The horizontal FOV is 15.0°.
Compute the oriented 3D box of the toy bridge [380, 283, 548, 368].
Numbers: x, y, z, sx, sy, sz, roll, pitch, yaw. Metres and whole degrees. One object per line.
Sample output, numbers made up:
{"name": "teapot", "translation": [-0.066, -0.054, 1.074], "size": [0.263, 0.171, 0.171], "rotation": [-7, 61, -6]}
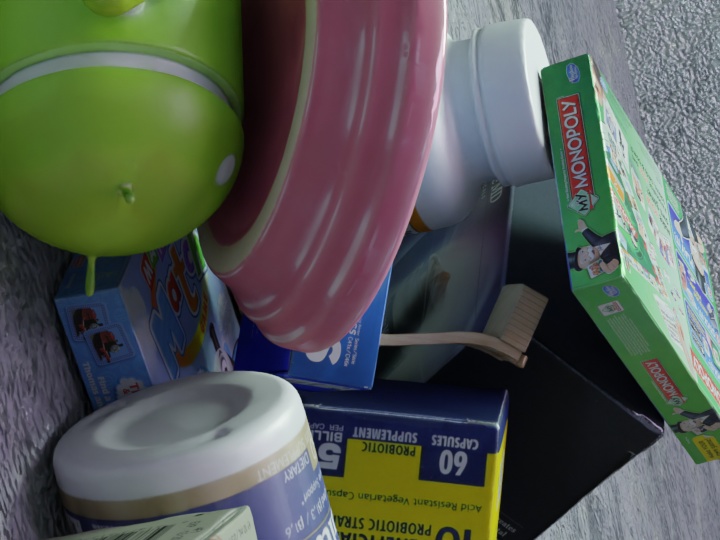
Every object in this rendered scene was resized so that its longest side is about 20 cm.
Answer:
{"name": "toy bridge", "translation": [0.000, 0.000, 1.330], "size": [0.067, 0.200, 0.027], "rotation": [-65, -161, -12]}

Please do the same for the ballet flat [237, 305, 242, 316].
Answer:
{"name": "ballet flat", "translation": [-0.042, -0.045, 1.518], "size": [0.065, 0.070, 0.200], "rotation": [86, 0, -77]}

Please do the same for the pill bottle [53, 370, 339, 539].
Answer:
{"name": "pill bottle", "translation": [-0.056, 0.154, 1.192], "size": [0.111, 0.111, 0.200], "rotation": [-64, 142, -68]}

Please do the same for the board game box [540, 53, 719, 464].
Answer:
{"name": "board game box", "translation": [0.146, -0.003, 1.404], "size": [0.200, 0.029, 0.135], "rotation": [51, 28, -52]}

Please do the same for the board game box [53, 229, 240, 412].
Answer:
{"name": "board game box", "translation": [-0.086, 0.061, 1.304], "size": [0.151, 0.037, 0.200], "rotation": [-76, 152, -60]}

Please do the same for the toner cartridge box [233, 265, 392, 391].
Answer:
{"name": "toner cartridge box", "translation": [-0.012, -0.045, 1.261], "size": [0.095, 0.043, 0.200], "rotation": [173, -73, -71]}

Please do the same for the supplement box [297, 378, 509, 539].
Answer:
{"name": "supplement box", "translation": [0.009, 0.158, 1.342], "size": [0.110, 0.109, 0.200], "rotation": [-50, 145, -81]}

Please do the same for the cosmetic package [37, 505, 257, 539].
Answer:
{"name": "cosmetic package", "translation": [-0.079, 0.204, 1.081], "size": [0.087, 0.103, 0.200], "rotation": [-31, 108, -74]}

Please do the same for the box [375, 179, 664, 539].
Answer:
{"name": "box", "translation": [0.061, 0.058, 1.516], "size": [0.123, 0.198, 0.200], "rotation": [38, 29, -17]}

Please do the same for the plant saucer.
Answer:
{"name": "plant saucer", "translation": [-0.024, -0.067, 1.162], "size": [0.201, 0.051, 0.201], "rotation": [-168, -90, -71]}

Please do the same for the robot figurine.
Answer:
{"name": "robot figurine", "translation": [-0.108, -0.094, 1.157], "size": [0.175, 0.116, 0.200], "rotation": [117, -27, -57]}

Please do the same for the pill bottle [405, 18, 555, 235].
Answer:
{"name": "pill bottle", "translation": [-0.003, -0.069, 1.393], "size": [0.111, 0.200, 0.111], "rotation": [-11, 90, -77]}
